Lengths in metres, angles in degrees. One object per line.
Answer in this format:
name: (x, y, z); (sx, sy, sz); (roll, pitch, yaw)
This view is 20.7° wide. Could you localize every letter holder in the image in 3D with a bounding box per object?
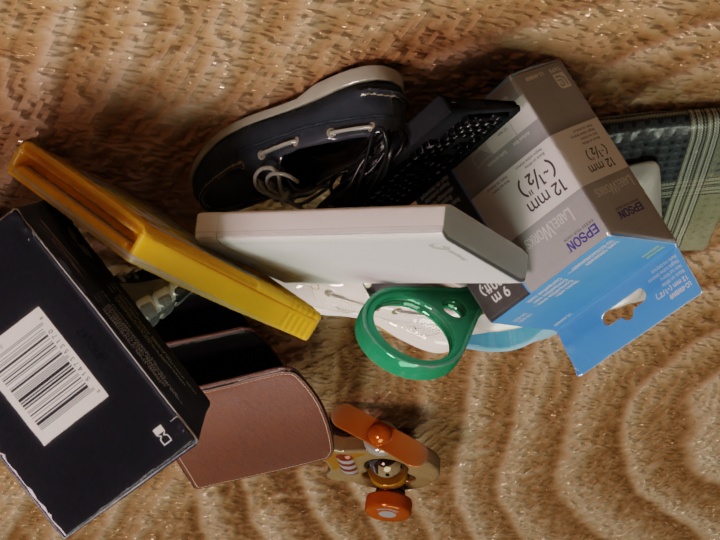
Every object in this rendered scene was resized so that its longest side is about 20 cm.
letter holder: (-0.106, 0.098, 1.722); (0.142, 0.101, 0.200); (-12, 152, 5)

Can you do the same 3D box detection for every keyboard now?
keyboard: (0.026, -0.059, 1.401); (0.104, 0.040, 0.200); (-1, 154, -35)

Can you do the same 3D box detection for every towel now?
towel: (0.202, -0.067, 1.565); (0.192, 0.035, 0.200); (-7, 150, -7)

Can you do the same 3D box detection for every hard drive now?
hard drive: (0.001, -0.016, 1.403); (0.200, 0.027, 0.132); (-1, 165, 30)

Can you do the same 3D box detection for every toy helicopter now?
toy helicopter: (-0.016, 0.174, 1.914); (0.200, 0.079, 0.132); (16, 153, -15)

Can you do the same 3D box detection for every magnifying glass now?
magnifying glass: (0.074, 0.028, 1.469); (0.200, 0.080, 0.022); (-23, 149, -46)

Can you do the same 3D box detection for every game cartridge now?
game cartridge: (-0.140, -0.020, 1.446); (0.200, 0.176, 0.032); (25, 96, -46)

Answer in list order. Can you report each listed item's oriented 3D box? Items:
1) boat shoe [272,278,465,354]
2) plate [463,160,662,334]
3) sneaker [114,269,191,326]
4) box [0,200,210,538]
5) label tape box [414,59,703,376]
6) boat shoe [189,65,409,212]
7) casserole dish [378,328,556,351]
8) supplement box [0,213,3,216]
boat shoe: (0.000, 0.000, 1.556); (0.200, 0.071, 0.069); (18, 147, -2)
plate: (0.150, -0.006, 1.586); (0.200, 0.032, 0.200); (-11, 150, 5)
sneaker: (-0.224, 0.014, 1.566); (0.200, 0.116, 0.075); (-37, 177, -20)
box: (-0.211, 0.062, 1.376); (0.117, 0.197, 0.200); (-37, -176, 1)
label tape box: (0.136, -0.030, 1.430); (0.066, 0.200, 0.143); (-20, 166, -44)
boat shoe: (-0.045, -0.081, 1.438); (0.200, 0.062, 0.075); (-24, 149, 29)
casserole dish: (0.093, 0.020, 1.686); (0.200, 0.039, 0.121); (12, 147, -31)
supplement box: (-0.375, -0.015, 1.487); (0.200, 0.061, 0.109); (14, 146, -32)
